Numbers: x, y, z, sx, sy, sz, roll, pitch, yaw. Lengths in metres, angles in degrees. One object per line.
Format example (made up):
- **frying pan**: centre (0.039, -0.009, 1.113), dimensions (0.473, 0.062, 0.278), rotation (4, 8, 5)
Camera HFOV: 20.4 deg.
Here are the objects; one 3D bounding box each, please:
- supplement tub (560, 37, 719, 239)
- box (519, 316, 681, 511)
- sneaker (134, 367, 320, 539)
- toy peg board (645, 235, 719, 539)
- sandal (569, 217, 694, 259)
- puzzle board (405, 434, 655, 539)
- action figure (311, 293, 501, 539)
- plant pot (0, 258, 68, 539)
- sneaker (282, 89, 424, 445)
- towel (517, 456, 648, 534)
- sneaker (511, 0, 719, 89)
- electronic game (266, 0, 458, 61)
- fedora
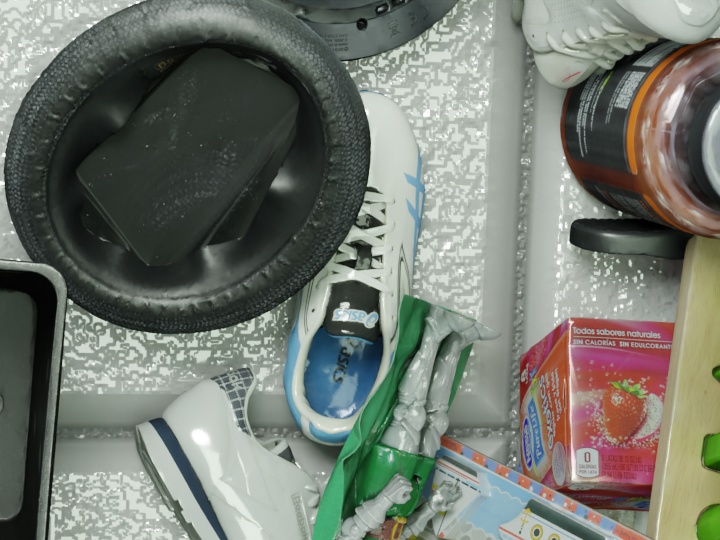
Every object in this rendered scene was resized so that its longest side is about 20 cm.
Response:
- **supplement tub**: centre (0.184, -0.073, 1.089), dimensions (0.106, 0.200, 0.108), rotation (-2, 98, -11)
- **box**: centre (0.197, 0.087, 1.152), dimensions (0.198, 0.100, 0.096), rotation (3, 75, -11)
- **sneaker**: centre (-0.049, 0.155, 1.140), dimensions (0.080, 0.076, 0.201), rotation (-32, 103, -15)
- **toy peg board**: centre (0.269, 0.086, 1.065), dimensions (0.197, 0.098, 0.202), rotation (14, 74, -9)
- **sandal**: centre (0.220, -0.008, 1.173), dimensions (0.198, 0.075, 0.046), rotation (-1, 98, -3)
- **puzzle board**: centre (0.071, 0.188, 1.109), dimensions (0.017, 0.199, 0.152), rotation (16, 94, -42)
- **action figure**: centre (0.018, 0.118, 1.112), dimensions (0.054, 0.118, 0.202), rotation (22, 92, 28)
- **plant pot**: centre (-0.243, 0.078, 1.025), dimensions (0.198, 0.177, 0.202), rotation (5, 97, -1)
- **sneaker**: centre (0.000, 0.000, 1.128), dimensions (0.071, 0.072, 0.202), rotation (7, 94, -10)
- **towel**: centre (0.178, 0.191, 1.211), dimensions (0.198, 0.024, 0.148), rotation (7, 95, -12)
- **sneaker**: centre (0.136, -0.139, 1.080), dimensions (0.077, 0.200, 0.100), rotation (19, 103, -18)
- **electronic game**: centre (-0.019, -0.216, 1.112), dimensions (0.198, 0.042, 0.202), rotation (0, 89, -11)
- **fedora**: centre (-0.091, -0.067, 1.080), dimensions (0.198, 0.092, 0.202), rotation (0, 114, 0)
